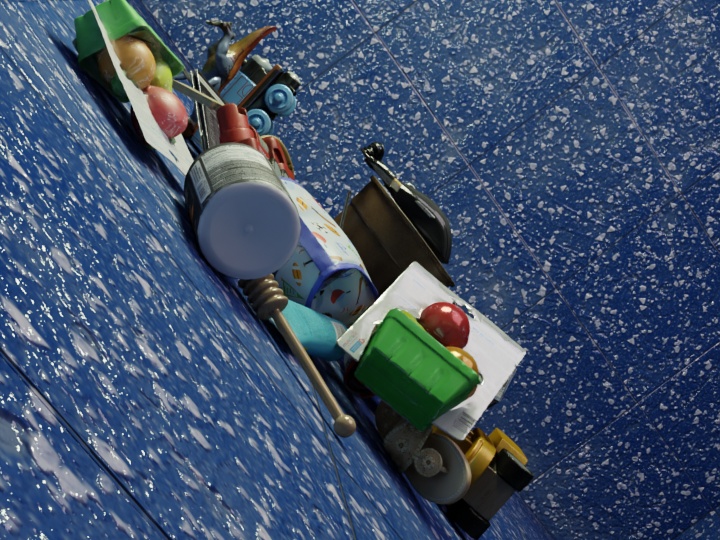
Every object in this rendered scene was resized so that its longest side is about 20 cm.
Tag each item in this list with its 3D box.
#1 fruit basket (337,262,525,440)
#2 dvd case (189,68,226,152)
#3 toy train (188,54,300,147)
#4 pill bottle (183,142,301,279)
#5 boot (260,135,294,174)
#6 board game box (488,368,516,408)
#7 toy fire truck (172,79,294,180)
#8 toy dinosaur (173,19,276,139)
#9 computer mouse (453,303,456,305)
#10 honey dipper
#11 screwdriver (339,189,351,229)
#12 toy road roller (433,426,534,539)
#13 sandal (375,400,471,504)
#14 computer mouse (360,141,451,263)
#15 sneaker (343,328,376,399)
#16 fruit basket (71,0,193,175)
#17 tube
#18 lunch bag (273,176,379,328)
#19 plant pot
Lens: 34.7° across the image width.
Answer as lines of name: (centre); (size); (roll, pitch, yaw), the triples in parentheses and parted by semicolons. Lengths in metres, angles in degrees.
fruit basket: (0.088, 0.097, 1.396); (0.185, 0.094, 0.200); (38, 37, 6)
dvd case: (-0.202, -0.177, 1.691); (0.149, 0.016, 0.201); (49, 27, -61)
toy train: (-0.188, -0.255, 1.838); (0.114, 0.200, 0.087); (42, 2, -1)
pill bottle: (-0.131, -0.073, 1.222); (0.106, 0.106, 0.200); (52, 2, -25)
boot: (-0.154, -0.142, 1.835); (0.155, 0.072, 0.201); (-126, -157, -56)
board game box: (0.085, 0.133, 1.623); (0.200, 0.062, 0.200); (36, -29, -5)
toy fire truck: (-0.170, -0.169, 1.562); (0.176, 0.128, 0.201); (45, 31, -73)
toy dinosaur: (-0.221, -0.289, 1.760); (0.105, 0.199, 0.182); (-143, -124, -67)
computer mouse: (0.108, 0.072, 1.617); (0.109, 0.044, 0.200); (23, -29, 18)
honey dipper: (-0.061, 0.083, 1.170); (0.200, 0.038, 0.038); (56, 3, 20)
screwdriver: (-0.036, -0.014, 1.566); (0.028, 0.201, 0.029); (16, 9, 11)
toy road roller: (0.144, 0.266, 1.597); (0.146, 0.123, 0.200); (42, 3, 0)
sandal: (0.051, 0.209, 1.390); (0.070, 0.078, 0.212); (24, 11, -30)
computer mouse: (0.073, -0.102, 1.598); (0.200, 0.046, 0.140); (54, 1, 8)
sneaker: (0.004, 0.125, 1.514); (0.067, 0.108, 0.201); (42, -34, -3)
fruit basket: (-0.248, -0.197, 1.294); (0.185, 0.093, 0.201); (45, 24, -74)
tube: (-0.064, 0.066, 1.300); (0.077, 0.050, 0.200); (50, 5, 20)
lunch bag: (-0.069, -0.014, 1.436); (0.170, 0.124, 0.200); (52, -8, 23)
plant pot: (0.000, 0.000, 1.665); (0.200, 0.198, 0.200); (53, 1, -2)
